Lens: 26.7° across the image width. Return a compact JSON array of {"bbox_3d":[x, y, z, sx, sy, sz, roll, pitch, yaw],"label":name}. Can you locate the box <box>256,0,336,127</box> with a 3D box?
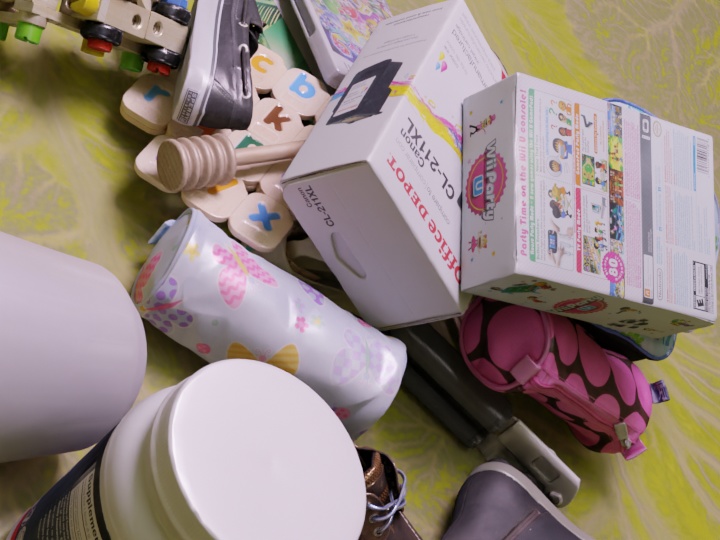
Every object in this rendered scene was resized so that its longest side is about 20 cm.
[{"bbox_3d":[-0.041,-0.153,1.266,0.200,0.036,0.144,45,40,-2],"label":"box"}]

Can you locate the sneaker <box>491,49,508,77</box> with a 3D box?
[{"bbox_3d":[0.116,-0.111,1.367,0.085,0.077,0.201,-31,81,-30],"label":"sneaker"}]

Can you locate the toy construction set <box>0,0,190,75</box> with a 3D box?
[{"bbox_3d":[-0.200,-0.194,1.108,0.199,0.130,0.093,-10,109,-52],"label":"toy construction set"}]

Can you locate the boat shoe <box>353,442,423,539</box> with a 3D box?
[{"bbox_3d":[-0.008,0.157,1.021,0.200,0.072,0.072,43,40,-7],"label":"boat shoe"}]

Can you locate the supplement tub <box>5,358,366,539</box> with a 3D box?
[{"bbox_3d":[-0.102,0.150,0.840,0.140,0.200,0.141,24,45,-27],"label":"supplement tub"}]

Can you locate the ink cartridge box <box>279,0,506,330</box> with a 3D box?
[{"bbox_3d":[0.043,-0.078,1.112,0.146,0.082,0.201,56,42,-28],"label":"ink cartridge box"}]

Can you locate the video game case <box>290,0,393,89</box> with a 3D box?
[{"bbox_3d":[-0.005,-0.204,1.298,0.143,0.018,0.201,24,34,-43],"label":"video game case"}]

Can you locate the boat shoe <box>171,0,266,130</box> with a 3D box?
[{"bbox_3d":[-0.102,-0.175,1.141,0.056,0.069,0.201,15,46,-12],"label":"boat shoe"}]

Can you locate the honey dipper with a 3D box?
[{"bbox_3d":[-0.055,-0.087,1.108,0.199,0.038,0.038,-11,66,-38],"label":"honey dipper"}]

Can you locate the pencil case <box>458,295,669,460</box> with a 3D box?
[{"bbox_3d":[0.157,0.081,1.178,0.200,0.090,0.094,30,36,-48],"label":"pencil case"}]

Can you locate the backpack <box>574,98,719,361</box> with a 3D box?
[{"bbox_3d":[0.209,-0.038,1.263,0.182,0.146,0.202,27,65,-35],"label":"backpack"}]

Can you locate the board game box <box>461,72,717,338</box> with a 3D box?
[{"bbox_3d":[0.168,-0.043,1.103,0.199,0.064,0.149,14,70,-34],"label":"board game box"}]

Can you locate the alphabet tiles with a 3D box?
[{"bbox_3d":[-0.077,-0.095,1.139,0.199,0.015,0.196,31,44,2],"label":"alphabet tiles"}]

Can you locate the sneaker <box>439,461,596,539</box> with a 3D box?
[{"bbox_3d":[0.137,0.238,1.089,0.200,0.075,0.106,39,36,2],"label":"sneaker"}]

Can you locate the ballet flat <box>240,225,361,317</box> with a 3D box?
[{"bbox_3d":[0.000,0.000,1.160,0.199,0.069,0.070,9,54,-39],"label":"ballet flat"}]

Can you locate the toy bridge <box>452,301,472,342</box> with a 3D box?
[{"bbox_3d":[0.064,-0.023,1.236,0.067,0.027,0.202,118,-47,-87],"label":"toy bridge"}]

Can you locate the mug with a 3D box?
[{"bbox_3d":[-0.212,0.029,0.888,0.152,0.149,0.188,9,60,-47],"label":"mug"}]

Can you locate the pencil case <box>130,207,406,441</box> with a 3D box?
[{"bbox_3d":[-0.062,0.038,1.059,0.199,0.083,0.091,33,38,-19],"label":"pencil case"}]

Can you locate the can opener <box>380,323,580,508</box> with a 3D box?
[{"bbox_3d":[0.088,0.117,1.157,0.200,0.053,0.066,47,39,-2],"label":"can opener"}]
